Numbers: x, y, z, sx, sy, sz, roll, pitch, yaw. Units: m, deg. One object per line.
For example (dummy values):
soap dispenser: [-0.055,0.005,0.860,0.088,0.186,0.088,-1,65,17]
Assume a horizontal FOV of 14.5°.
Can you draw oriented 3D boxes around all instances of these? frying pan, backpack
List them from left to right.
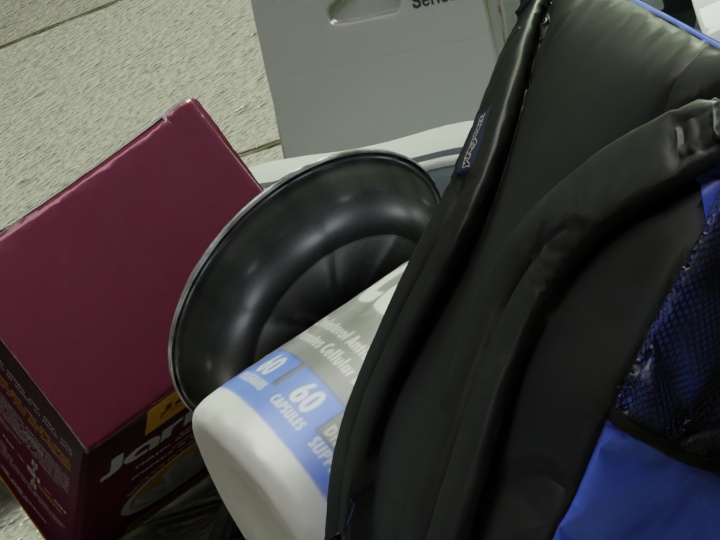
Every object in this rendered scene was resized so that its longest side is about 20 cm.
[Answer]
frying pan: [-0.033,0.042,0.974,0.031,0.115,0.190,43,108,37]
backpack: [0.092,0.045,0.791,0.200,0.167,0.163,-62,17,7]

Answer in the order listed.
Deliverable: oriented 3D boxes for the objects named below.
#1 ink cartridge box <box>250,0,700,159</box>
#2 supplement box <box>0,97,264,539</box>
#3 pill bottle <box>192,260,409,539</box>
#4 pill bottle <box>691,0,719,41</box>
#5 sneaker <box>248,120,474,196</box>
ink cartridge box: [0.075,-0.104,1.199,0.200,0.083,0.146,-13,4,-42]
supplement box: [-0.087,0.030,1.065,0.110,0.086,0.200,-35,-11,-16]
pill bottle: [0.055,0.037,0.930,0.200,0.114,0.114,-34,19,-13]
pill bottle: [0.231,-0.113,1.062,0.200,0.112,0.112,-25,19,14]
sneaker: [0.000,0.000,1.079,0.200,0.078,0.080,-14,61,51]
